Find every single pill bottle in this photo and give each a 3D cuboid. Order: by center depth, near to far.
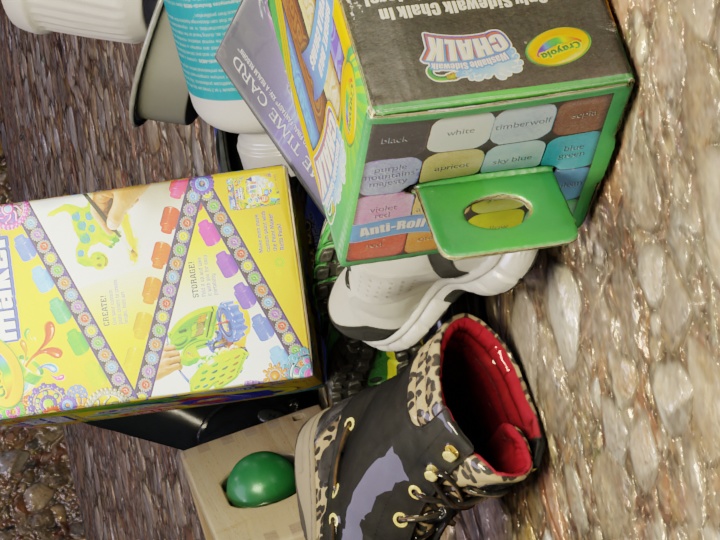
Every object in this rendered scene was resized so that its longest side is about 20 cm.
[{"bbox_3d":[-0.063,-0.160,1.576,0.111,0.110,0.201,-128,22,-65],"label":"pill bottle"}]

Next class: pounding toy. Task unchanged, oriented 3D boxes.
[{"bbox_3d":[-0.020,0.180,1.660,0.184,0.142,0.201,-124,17,-63],"label":"pounding toy"}]

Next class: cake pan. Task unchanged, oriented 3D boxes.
[{"bbox_3d":[-0.099,-0.183,1.720,0.200,0.037,0.201,22,-90,-88],"label":"cake pan"}]

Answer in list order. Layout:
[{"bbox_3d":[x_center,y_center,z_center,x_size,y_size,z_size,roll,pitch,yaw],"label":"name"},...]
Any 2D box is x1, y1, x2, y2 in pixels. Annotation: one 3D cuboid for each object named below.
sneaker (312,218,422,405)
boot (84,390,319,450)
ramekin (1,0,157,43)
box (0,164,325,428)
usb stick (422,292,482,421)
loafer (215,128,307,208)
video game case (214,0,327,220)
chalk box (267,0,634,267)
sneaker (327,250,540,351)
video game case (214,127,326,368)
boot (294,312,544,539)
[{"bbox_3d":[0.000,0.000,1.516,0.200,0.078,0.085,97,160,-53],"label":"sneaker"},{"bbox_3d":[-0.105,0.113,1.807,0.168,0.199,0.077,-122,44,-65],"label":"boot"},{"bbox_3d":[-0.156,-0.243,1.709,0.202,0.094,0.203,19,-90,-81],"label":"ramekin"},{"bbox_3d":[-0.124,0.020,1.518,0.200,0.192,0.122,66,-163,-85],"label":"box"},{"bbox_3d":[0.046,-0.001,1.414,0.055,0.032,0.201,-143,46,-80],"label":"usb stick"},{"bbox_3d":[-0.060,-0.097,1.689,0.070,0.068,0.201,90,-179,-62],"label":"loafer"},{"bbox_3d":[-0.005,-0.127,1.371,0.143,0.019,0.200,55,142,21],"label":"video game case"},{"bbox_3d":[0.042,-0.086,1.168,0.124,0.124,0.200,103,156,-59],"label":"chalk box"},{"bbox_3d":[0.022,-0.016,1.313,0.200,0.080,0.074,-37,36,61],"label":"sneaker"},{"bbox_3d":[-0.062,-0.032,1.845,0.181,0.045,0.201,-146,49,-75],"label":"video game case"},{"bbox_3d":[0.034,0.134,1.355,0.151,0.073,0.201,-44,44,44],"label":"boot"}]
